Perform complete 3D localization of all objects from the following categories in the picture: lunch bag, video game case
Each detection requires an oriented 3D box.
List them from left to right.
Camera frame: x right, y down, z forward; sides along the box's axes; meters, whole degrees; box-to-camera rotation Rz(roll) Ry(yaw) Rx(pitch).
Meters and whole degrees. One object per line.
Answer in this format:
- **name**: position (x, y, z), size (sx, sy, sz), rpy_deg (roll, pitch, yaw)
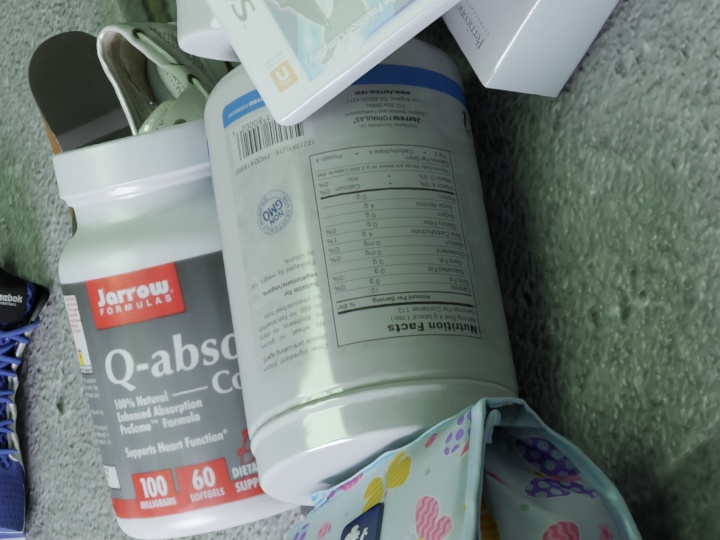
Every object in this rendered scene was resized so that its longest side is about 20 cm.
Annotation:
- **video game case**: position (-0.007, -0.194, 1.241), size (0.200, 0.023, 0.182), rpy_deg (-36, 79, 26)
- **lunch bag**: position (0.044, 0.174, 1.220), size (0.170, 0.127, 0.200), rpy_deg (-32, 72, 47)

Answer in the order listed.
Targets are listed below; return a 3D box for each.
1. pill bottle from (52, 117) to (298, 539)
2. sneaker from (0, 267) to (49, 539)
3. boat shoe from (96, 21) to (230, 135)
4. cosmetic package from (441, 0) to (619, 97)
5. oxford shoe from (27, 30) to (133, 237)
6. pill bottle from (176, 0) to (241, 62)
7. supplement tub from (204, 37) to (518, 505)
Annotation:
- **pill bottle**: position (-0.090, 0.028, 1.410), size (0.116, 0.116, 0.200), rpy_deg (-8, 97, 53)
- **sneaker**: position (-0.240, 0.062, 1.684), size (0.115, 0.080, 0.200), rpy_deg (-46, 49, 44)
- **boat shoe**: position (-0.092, -0.066, 1.505), size (0.071, 0.069, 0.200), rpy_deg (-60, 44, 25)
- **cosmetic package**: position (0.072, -0.205, 1.313), size (0.151, 0.052, 0.200), rpy_deg (-56, 45, 32)
- **oxford shoe**: position (-0.135, -0.036, 1.581), size (0.071, 0.071, 0.200), rpy_deg (89, 164, -71)
- **pill bottle**: position (-0.045, -0.207, 1.342), size (0.109, 0.109, 0.200), rpy_deg (-9, 80, 53)
- **supplement tub**: position (0.000, 0.000, 1.318), size (0.132, 0.132, 0.200), rpy_deg (-31, 62, 48)
